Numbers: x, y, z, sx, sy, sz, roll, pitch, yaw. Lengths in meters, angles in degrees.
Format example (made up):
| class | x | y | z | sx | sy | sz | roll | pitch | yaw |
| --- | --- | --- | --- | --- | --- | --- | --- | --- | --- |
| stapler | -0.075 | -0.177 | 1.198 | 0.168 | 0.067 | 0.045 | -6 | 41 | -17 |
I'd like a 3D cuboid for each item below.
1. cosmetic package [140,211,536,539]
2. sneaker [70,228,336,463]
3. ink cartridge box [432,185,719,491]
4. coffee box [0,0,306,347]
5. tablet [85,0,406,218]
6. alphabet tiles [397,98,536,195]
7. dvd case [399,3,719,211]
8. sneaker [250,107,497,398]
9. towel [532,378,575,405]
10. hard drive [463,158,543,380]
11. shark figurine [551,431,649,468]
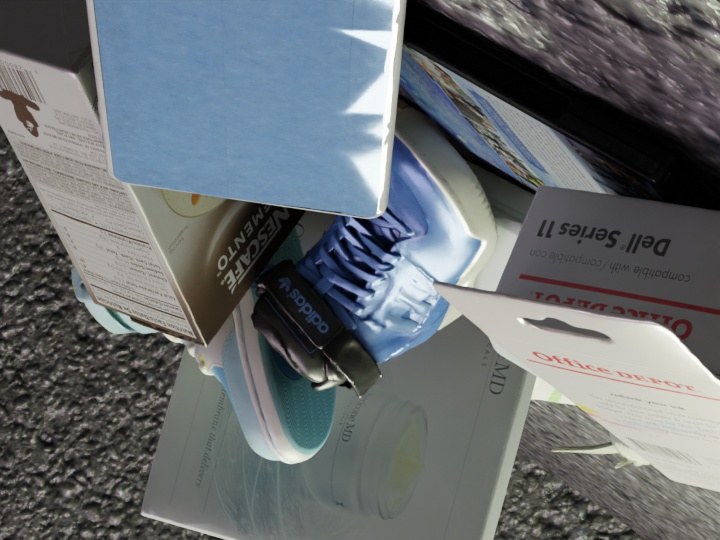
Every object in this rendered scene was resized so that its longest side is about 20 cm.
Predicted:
| class | x | y | z | sx | sy | sz | roll | pitch | yaw |
| --- | --- | --- | --- | --- | --- | --- | --- | --- | --- |
| cosmetic package | -0.002 | 0.075 | 1.349 | 0.200 | 0.200 | 0.123 | 15 | 178 | 5 |
| sneaker | -0.093 | 0.029 | 1.262 | 0.080 | 0.131 | 0.200 | 22 | -132 | -56 |
| ink cartridge box | 0.130 | 0.027 | 0.880 | 0.117 | 0.067 | 0.200 | 11 | 162 | 41 |
| coffee box | -0.104 | -0.074 | 1.114 | 0.080 | 0.114 | 0.200 | 18 | 149 | 30 |
| tablet | -0.049 | -0.082 | 0.954 | 0.130 | 0.014 | 0.200 | 8 | 152 | 2 |
| alphabet tiles | 0.077 | -0.037 | 1.232 | 0.167 | 0.008 | 0.200 | 33 | 175 | 35 |
| dvd case | 0.080 | -0.053 | 0.954 | 0.200 | 0.018 | 0.143 | 34 | 175 | 37 |
| sneaker | 0.001 | 0.001 | 1.131 | 0.077 | 0.111 | 0.200 | 51 | 165 | 15 |
| towel | 0.087 | 0.070 | 1.507 | 0.200 | 0.023 | 0.153 | 8 | 169 | 0 |
| hard drive | 0.117 | 0.026 | 1.122 | 0.200 | 0.026 | 0.132 | 31 | 153 | 49 |
| shark figurine | 0.165 | 0.066 | 1.220 | 0.128 | 0.090 | 0.214 | 2 | 179 | 8 |
